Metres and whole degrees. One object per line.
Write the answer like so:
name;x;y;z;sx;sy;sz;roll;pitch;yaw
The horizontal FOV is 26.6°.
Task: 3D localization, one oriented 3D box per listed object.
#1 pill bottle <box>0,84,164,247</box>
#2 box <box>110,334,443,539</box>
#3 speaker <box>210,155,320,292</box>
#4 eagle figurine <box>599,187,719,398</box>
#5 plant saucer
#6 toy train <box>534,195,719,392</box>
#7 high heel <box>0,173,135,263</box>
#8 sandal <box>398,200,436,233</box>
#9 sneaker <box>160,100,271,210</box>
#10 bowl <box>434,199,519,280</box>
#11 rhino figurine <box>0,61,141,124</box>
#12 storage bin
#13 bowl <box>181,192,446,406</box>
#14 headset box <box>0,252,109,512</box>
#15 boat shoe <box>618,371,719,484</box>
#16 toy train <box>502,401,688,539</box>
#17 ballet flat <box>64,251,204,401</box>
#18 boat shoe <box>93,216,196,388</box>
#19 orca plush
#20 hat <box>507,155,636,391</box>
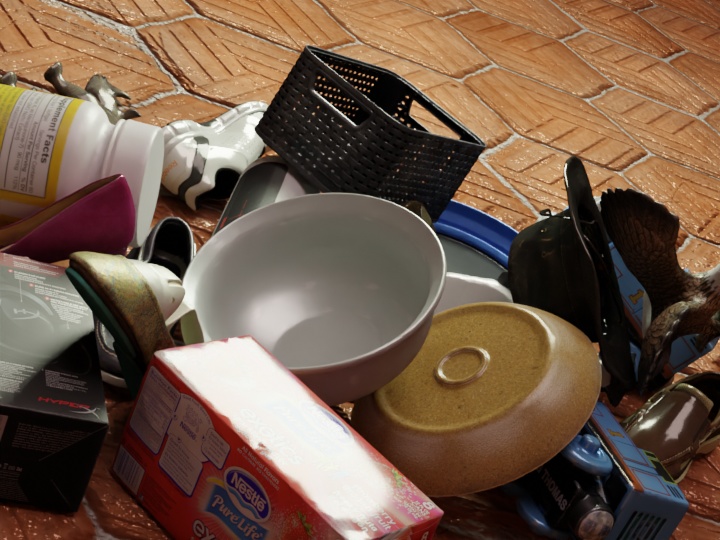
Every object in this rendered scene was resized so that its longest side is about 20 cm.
pill bottle;-0.259;-0.082;1.177;0.198;0.115;0.115;11;25;-1
box;-0.057;0.141;0.976;0.200;0.100;0.095;39;29;30
speaker;-0.085;-0.027;1.304;0.081;0.082;0.200;22;26;-3
eagle figurine;0.264;0.022;1.267;0.199;0.152;0.152;10;19;-42
plant saucer;0.080;0.083;1.140;0.198;0.036;0.201;-16;35;11
toy train;0.247;0.016;1.422;0.201;0.114;0.087;54;28;1
high heel;-0.263;-0.029;1.098;0.198;0.097;0.068;4;28;-5
sandal;0.000;0.000;1.329;0.054;0.082;0.200;-7;26;37
sneaker;-0.128;-0.104;1.448;0.080;0.074;0.200;46;34;12
bowl;0.097;-0.008;1.475;0.199;0.040;0.201;20;25;-10
rhino figurine;-0.266;-0.140;1.384;0.088;0.060;0.200;48;28;6
storage bin;0.012;-0.123;1.414;0.135;0.094;0.199;41;18;23
bowl;-0.030;0.038;1.140;0.199;0.091;0.202;-6;39;5
headset box;-0.253;0.056;0.997;0.148;0.078;0.200;13;26;-23
boat shoe;0.267;0.130;1.312;0.074;0.075;0.202;34;27;20
toy train;0.161;0.144;1.171;0.113;0.087;0.200;20;20;-27
ballet flat;-0.140;0.035;1.012;0.070;0.201;0.071;-5;55;7
boat shoe;-0.166;0.019;1.161;0.072;0.063;0.200;22;25;-5
orca plush;0.144;0.060;1.346;0.198;0.106;0.071;11;-12;5
hat;0.166;0.008;1.257;0.080;0.202;0.201;-13;21;14
